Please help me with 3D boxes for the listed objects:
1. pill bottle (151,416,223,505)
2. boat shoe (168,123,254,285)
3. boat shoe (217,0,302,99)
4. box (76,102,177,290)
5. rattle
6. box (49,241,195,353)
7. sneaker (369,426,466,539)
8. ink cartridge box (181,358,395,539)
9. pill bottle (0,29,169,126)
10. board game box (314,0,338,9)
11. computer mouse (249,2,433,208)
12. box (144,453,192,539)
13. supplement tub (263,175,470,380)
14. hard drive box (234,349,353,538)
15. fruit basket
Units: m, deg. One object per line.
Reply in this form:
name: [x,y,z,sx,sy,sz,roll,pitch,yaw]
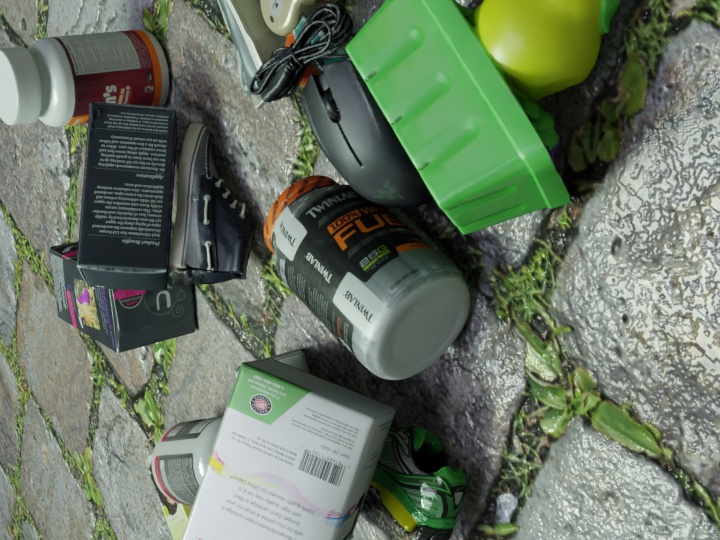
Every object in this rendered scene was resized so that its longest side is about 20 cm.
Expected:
pill bottle: [-0.175,0.239,1.359,0.200,0.110,0.111,-17,88,55]
boat shoe: [-0.170,-0.077,1.287,0.075,0.092,0.201,88,-174,-77]
boat shoe: [-0.118,-0.261,1.060,0.062,0.073,0.201,-18,94,50]
box: [-0.279,-0.084,1.307,0.148,0.104,0.201,142,130,-77]
rattle: [-0.091,-0.264,0.972,0.130,0.143,0.201,12,107,31]
box: [-0.328,0.025,1.481,0.200,0.122,0.107,20,118,49]
sneaker: [0.042,0.185,1.094,0.200,0.078,0.086,38,107,44]
ink cartridge box: [-0.071,0.205,1.046,0.144,0.084,0.201,20,94,15]
pill bottle: [-0.350,-0.239,1.351,0.109,0.199,0.110,23,120,48]
board game box: [-0.062,-0.330,1.060,0.200,0.046,0.152,-25,82,54]
computer mouse: [-0.009,-0.128,0.984,0.200,0.053,0.138,48,133,-9]
box: [-0.243,0.346,1.540,0.075,0.050,0.201,-41,70,51]
supplement tub: [0.000,0.000,1.027,0.200,0.122,0.123,43,133,36]
hard drive box: [-0.072,0.192,1.178,0.156,0.076,0.201,136,119,-84]
fruit basket: [0.114,-0.156,0.838,0.214,0.155,0.217,-4,77,17]
